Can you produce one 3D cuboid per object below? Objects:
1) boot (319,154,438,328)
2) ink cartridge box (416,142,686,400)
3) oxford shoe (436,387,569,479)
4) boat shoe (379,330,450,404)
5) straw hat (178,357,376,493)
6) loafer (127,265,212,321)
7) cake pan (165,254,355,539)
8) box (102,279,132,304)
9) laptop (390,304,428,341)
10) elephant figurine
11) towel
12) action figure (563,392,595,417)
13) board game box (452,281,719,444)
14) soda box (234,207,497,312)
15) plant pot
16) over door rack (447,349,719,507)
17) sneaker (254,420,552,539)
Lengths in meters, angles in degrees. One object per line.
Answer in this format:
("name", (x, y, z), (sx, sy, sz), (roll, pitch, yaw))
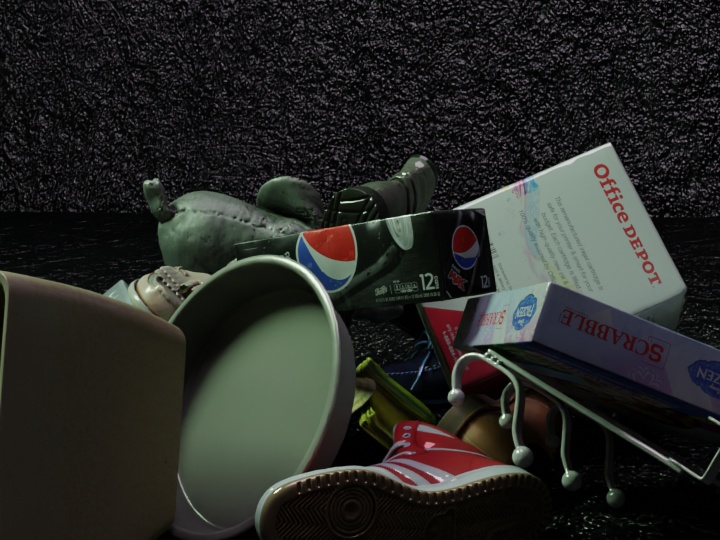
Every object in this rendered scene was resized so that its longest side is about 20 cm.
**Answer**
("boot", (0.000, 0.000, 1.098), (0.068, 0.201, 0.130), (37, 30, 16))
("ink cartridge box", (0.150, 0.017, 1.074), (0.198, 0.146, 0.145), (-22, -23, 1))
("oxford shoe", (0.123, 0.132, 0.988), (0.071, 0.072, 0.199), (37, 20, 22))
("boat shoe", (0.089, 0.086, 1.242), (0.198, 0.070, 0.084), (-6, 9, -28))
("straw hat", (-0.091, 0.088, 0.991), (0.199, 0.086, 0.201), (-23, 7, 3))
("loafer", (-0.134, 0.023, 1.046), (0.063, 0.072, 0.200), (-41, -8, 0))
("cake pan", (-0.079, 0.089, 0.878), (0.199, 0.202, 0.037), (6, -17, 45))
("box", (-0.228, 0.090, 1.034), (0.157, 0.051, 0.200), (-41, 18, -6))
("laptop", (0.075, 0.018, 1.308), (0.199, 0.104, 0.177), (-32, -49, 33))
("elephant figurine", (-0.077, -0.017, 1.194), (0.198, 0.143, 0.155), (-1, 2, 26))
("towel", (0.034, 0.120, 1.031), (0.086, 0.018, 0.200), (38, 6, -5))
("action figure", (0.194, 0.070, 1.181), (0.198, 0.120, 0.102), (2, 0, -20))
("board game box", (0.178, 0.067, 0.858), (0.198, 0.042, 0.199), (22, -7, -7))
("soda box", (-0.001, -0.003, 0.962), (0.199, 0.064, 0.070), (-8, -1, 39))
("plant pot", (-0.223, 0.099, 0.823), (0.198, 0.202, 0.176), (4, 0, 36))
("over door rack", (0.168, 0.118, 0.831), (0.199, 0.067, 0.147), (15, -8, 41))
("sneaker", (0.011, 0.144, 0.825), (0.198, 0.072, 0.112), (3, 9, -27))
